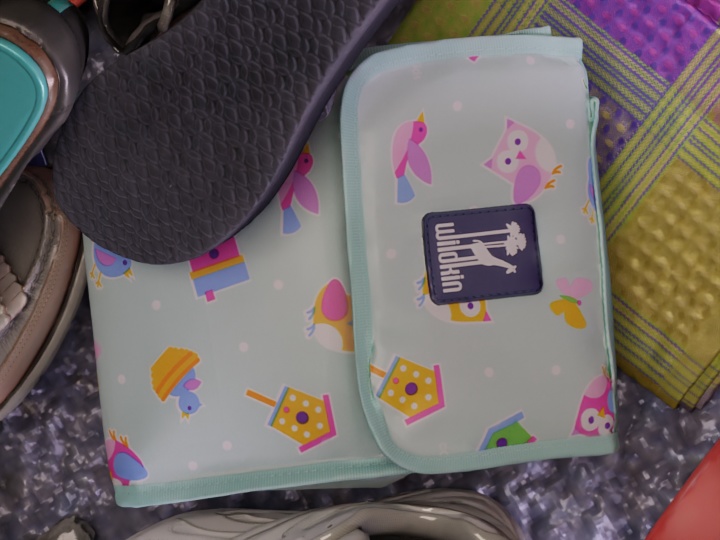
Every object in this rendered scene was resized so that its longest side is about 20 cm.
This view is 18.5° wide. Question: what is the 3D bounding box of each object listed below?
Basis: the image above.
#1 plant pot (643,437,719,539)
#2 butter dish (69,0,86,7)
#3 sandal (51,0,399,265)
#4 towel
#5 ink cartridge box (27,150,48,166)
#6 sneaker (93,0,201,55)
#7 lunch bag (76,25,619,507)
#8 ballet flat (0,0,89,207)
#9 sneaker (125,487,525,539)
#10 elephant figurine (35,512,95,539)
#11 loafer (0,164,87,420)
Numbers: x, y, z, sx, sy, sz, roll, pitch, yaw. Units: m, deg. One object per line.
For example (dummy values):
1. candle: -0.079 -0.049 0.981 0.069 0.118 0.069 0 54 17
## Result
1. plant pot: 0.193 0.142 0.798 0.177 0.200 0.200 36 92 2
2. butter dish: -0.179 -0.199 0.893 0.200 0.148 0.199 -36 78 -14
3. sandal: -0.036 -0.073 0.783 0.076 0.043 0.200 48 122 3
4. towel: 0.103 -0.052 0.891 0.200 0.023 0.144 40 110 12
5. ink cartridge box: -0.252 -0.064 0.963 0.200 0.047 0.198 -24 81 9
6. sneaker: -0.076 -0.116 0.852 0.077 0.200 0.082 38 79 7
7. lunch bag: 0.000 0.000 0.864 0.200 0.122 0.171 -6 87 17
8. ballet flat: -0.162 -0.032 0.835 0.068 0.068 0.200 42 121 -11
9. sneaker: -0.029 0.122 0.858 0.200 0.099 0.078 -14 82 -5
10. elephant figurine: -0.212 0.148 0.851 0.141 0.200 0.155 -38 38 19
11. loafer: -0.180 0.038 0.898 0.200 0.063 0.072 -52 57 23
